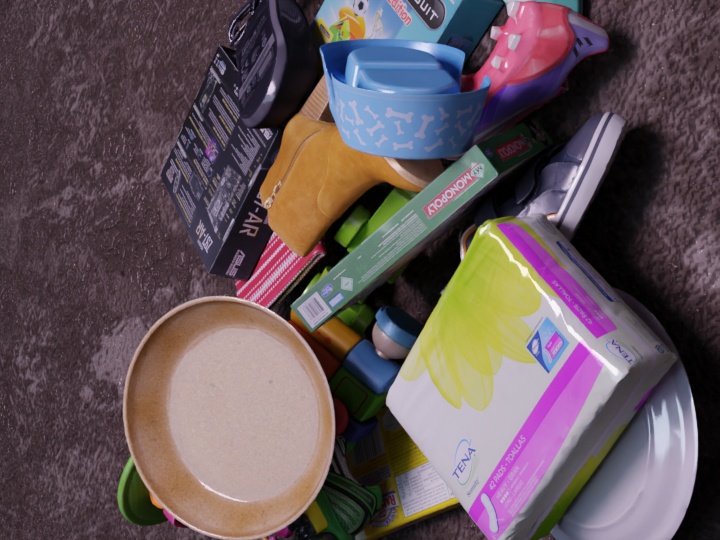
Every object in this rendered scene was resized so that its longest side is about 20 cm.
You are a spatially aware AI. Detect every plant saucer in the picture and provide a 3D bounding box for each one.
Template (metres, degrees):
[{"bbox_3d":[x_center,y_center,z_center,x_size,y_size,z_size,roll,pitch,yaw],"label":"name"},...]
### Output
[{"bbox_3d":[-0.104,0.119,1.002,0.200,0.035,0.201,2,94,24],"label":"plant saucer"}]

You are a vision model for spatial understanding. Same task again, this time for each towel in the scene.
[{"bbox_3d":[-0.084,-0.058,1.175,0.145,0.022,0.200,-46,42,39],"label":"towel"}]

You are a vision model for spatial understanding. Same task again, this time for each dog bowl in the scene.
[{"bbox_3d":[0.029,-0.129,0.892,0.200,0.111,0.050,-108,19,-67],"label":"dog bowl"}]

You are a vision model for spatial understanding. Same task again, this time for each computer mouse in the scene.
[{"bbox_3d":[-0.072,-0.203,1.107,0.139,0.053,0.200,-49,33,38],"label":"computer mouse"}]

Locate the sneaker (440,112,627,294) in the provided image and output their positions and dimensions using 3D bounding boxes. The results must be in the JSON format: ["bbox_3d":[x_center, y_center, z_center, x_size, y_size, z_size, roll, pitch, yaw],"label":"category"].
[{"bbox_3d":[0.122,-0.037,0.894,0.079,0.078,0.200,30,117,10],"label":"sneaker"}]

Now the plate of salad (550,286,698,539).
[{"bbox_3d":[0.175,0.110,0.866,0.200,0.048,0.201,1,92,62],"label":"plate of salad"}]

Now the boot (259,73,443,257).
[{"bbox_3d":[-0.014,-0.068,1.009,0.144,0.071,0.201,-62,37,20],"label":"boot"}]

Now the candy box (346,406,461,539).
[{"bbox_3d":[0.050,0.158,1.032,0.200,0.026,0.102,-33,65,46],"label":"candy box"}]

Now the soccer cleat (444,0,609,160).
[{"bbox_3d":[0.115,-0.136,0.934,0.200,0.076,0.067,127,152,-61],"label":"soccer cleat"}]

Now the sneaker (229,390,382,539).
[{"bbox_3d":[-0.058,0.150,1.064,0.200,0.085,0.078,54,156,12],"label":"sneaker"}]

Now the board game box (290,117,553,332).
[{"bbox_3d":[0.048,-0.036,0.931,0.200,0.135,0.029,-41,85,30],"label":"board game box"}]

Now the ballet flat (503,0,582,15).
[{"bbox_3d":[0.121,-0.263,0.925,0.067,0.070,0.201,-13,79,47],"label":"ballet flat"}]

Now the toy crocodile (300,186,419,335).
[{"bbox_3d":[0.000,0.000,1.078,0.067,0.062,0.200,34,120,2],"label":"toy crocodile"}]

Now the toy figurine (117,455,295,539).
[{"bbox_3d":[-0.106,0.215,1.175,0.184,0.150,0.200,34,91,31],"label":"toy figurine"}]

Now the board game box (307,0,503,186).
[{"bbox_3d":[0.021,-0.199,1.064,0.200,0.047,0.151,-58,49,33],"label":"board game box"}]

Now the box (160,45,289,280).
[{"bbox_3d":[-0.127,-0.109,1.200,0.160,0.043,0.200,-62,34,20],"label":"box"}]

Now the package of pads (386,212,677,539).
[{"bbox_3d":[0.107,0.076,0.844,0.155,0.068,0.200,51,134,31],"label":"package of pads"}]

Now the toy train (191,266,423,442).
[{"bbox_3d":[-0.047,0.044,1.042,0.200,0.085,0.116,39,104,15],"label":"toy train"}]
